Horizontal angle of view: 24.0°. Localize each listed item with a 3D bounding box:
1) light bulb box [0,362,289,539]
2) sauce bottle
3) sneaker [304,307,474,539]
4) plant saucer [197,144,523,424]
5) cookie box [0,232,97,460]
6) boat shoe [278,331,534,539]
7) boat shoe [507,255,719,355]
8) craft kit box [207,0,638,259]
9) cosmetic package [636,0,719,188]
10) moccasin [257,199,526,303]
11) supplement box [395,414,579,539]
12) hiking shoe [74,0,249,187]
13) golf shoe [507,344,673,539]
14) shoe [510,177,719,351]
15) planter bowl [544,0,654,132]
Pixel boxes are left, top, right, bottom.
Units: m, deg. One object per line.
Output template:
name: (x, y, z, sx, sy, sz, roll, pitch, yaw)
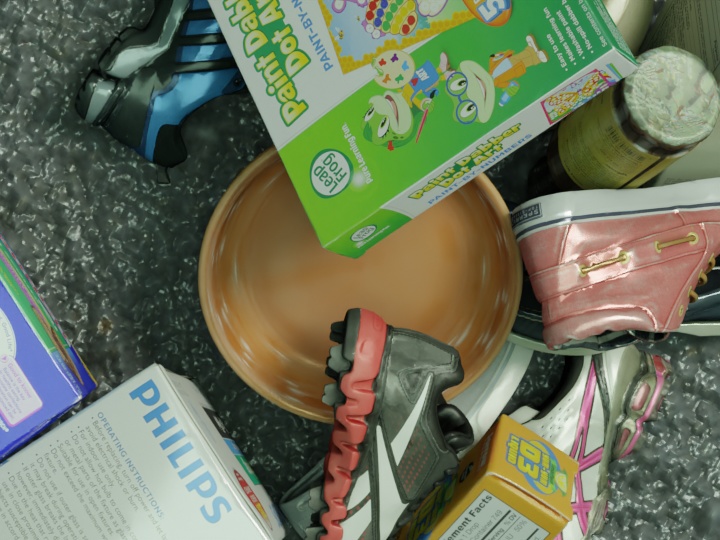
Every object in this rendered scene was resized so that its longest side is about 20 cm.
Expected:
light bulb box: (-0.160, 0.163, 1.018, 0.199, 0.198, 0.125, -33, 85, -3)
sauce bottle: (0.152, -0.077, 1.040, 0.064, 0.200, 0.065, 3, 77, -15)
sneaker: (0.018, 0.123, 1.040, 0.097, 0.071, 0.202, 8, 111, -2)
plant saucer: (0.000, 0.000, 1.046, 0.198, 0.038, 0.202, 0, 113, -1)
cookie box: (-0.232, 0.022, 0.995, 0.075, 0.200, 0.172, -33, 92, -7)
boat shoe: (0.028, 0.103, 1.114, 0.068, 0.072, 0.200, 43, 99, -11)
boat shoe: (0.182, 0.011, 1.106, 0.198, 0.075, 0.062, -1, 136, -8)
craft kit box: (0.024, -0.143, 0.949, 0.197, 0.048, 0.201, -35, 67, 22)
cosmetic package: (0.228, -0.129, 1.034, 0.070, 0.200, 0.106, 1, 69, -7)
moccasin: (0.024, -0.008, 1.097, 0.198, 0.068, 0.081, -6, 96, -6)
supplement box: (0.055, 0.185, 1.077, 0.069, 0.067, 0.200, 35, 120, -9)
hiking shoe: (-0.092, -0.156, 1.075, 0.087, 0.074, 0.200, 39, 100, -14)
golf shoe: (0.128, 0.133, 1.126, 0.092, 0.073, 0.201, 26, 82, -2)
shoe: (0.185, -0.002, 1.039, 0.199, 0.071, 0.092, -5, 79, -30)
planter bowl: (0.098, -0.183, 1.054, 0.198, 0.135, 0.202, 0, 94, -6)
